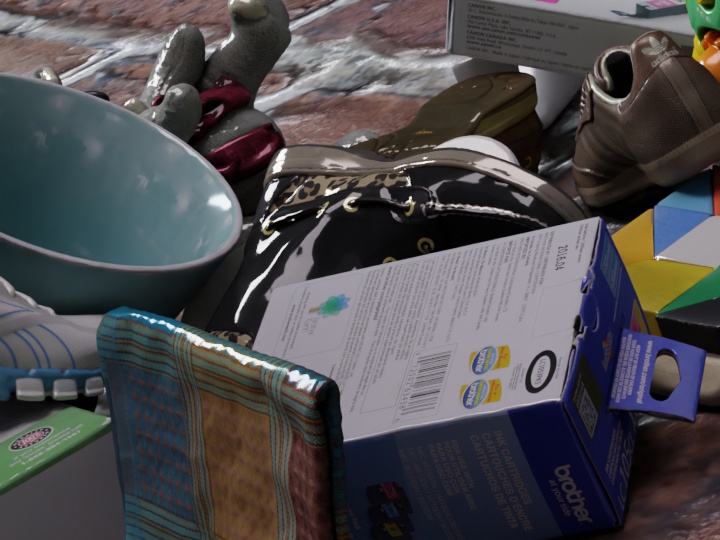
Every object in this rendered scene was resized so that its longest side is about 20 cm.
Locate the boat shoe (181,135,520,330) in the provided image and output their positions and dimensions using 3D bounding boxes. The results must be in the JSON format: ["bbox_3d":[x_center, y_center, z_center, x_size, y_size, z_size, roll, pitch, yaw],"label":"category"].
[{"bbox_3d":[0.000,0.000,1.435,0.199,0.069,0.072,-34,54,-7],"label":"boat shoe"}]

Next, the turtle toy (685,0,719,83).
[{"bbox_3d":[0.252,-0.128,1.373,0.199,0.147,0.101,16,33,10],"label":"turtle toy"}]

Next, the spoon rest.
[{"bbox_3d":[0.101,-0.119,1.687,0.099,0.061,0.200,-16,6,17],"label":"spoon rest"}]

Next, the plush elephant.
[{"bbox_3d":[-0.113,-0.069,1.601,0.200,0.165,0.155,-37,-20,24],"label":"plush elephant"}]

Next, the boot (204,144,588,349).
[{"bbox_3d":[0.006,0.015,1.323,0.199,0.073,0.151,9,60,36],"label":"boot"}]

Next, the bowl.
[{"bbox_3d":[-0.170,-0.012,1.412,0.199,0.106,0.201,17,26,-9],"label":"bowl"}]

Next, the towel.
[{"bbox_3d":[-0.057,0.098,1.113,0.022,0.148,0.200,-10,12,-27],"label":"towel"}]

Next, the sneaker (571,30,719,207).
[{"bbox_3d":[0.149,-0.084,1.420,0.070,0.076,0.200,-27,3,-12],"label":"sneaker"}]

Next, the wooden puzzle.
[{"bbox_3d":[0.170,-0.002,1.289,0.185,0.037,0.199,-34,21,-29],"label":"wooden puzzle"}]

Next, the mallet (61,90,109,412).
[{"bbox_3d":[-0.175,-0.004,1.522,0.066,0.041,0.202,-12,64,35],"label":"mallet"}]

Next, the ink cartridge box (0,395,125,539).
[{"bbox_3d":[-0.203,0.125,1.296,0.145,0.088,0.200,-30,21,-25],"label":"ink cartridge box"}]

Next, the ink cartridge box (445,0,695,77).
[{"bbox_3d":[0.170,-0.161,1.602,0.199,0.044,0.174,11,30,16],"label":"ink cartridge box"}]

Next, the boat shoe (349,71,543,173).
[{"bbox_3d":[0.032,-0.045,1.519,0.200,0.068,0.072,-32,25,-33],"label":"boat shoe"}]

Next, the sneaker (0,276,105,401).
[{"bbox_3d":[-0.186,0.019,1.267,0.199,0.087,0.075,-1,4,-38],"label":"sneaker"}]

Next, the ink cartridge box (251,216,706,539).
[{"bbox_3d":[0.048,0.055,1.175,0.199,0.077,0.137,-14,32,23],"label":"ink cartridge box"}]
